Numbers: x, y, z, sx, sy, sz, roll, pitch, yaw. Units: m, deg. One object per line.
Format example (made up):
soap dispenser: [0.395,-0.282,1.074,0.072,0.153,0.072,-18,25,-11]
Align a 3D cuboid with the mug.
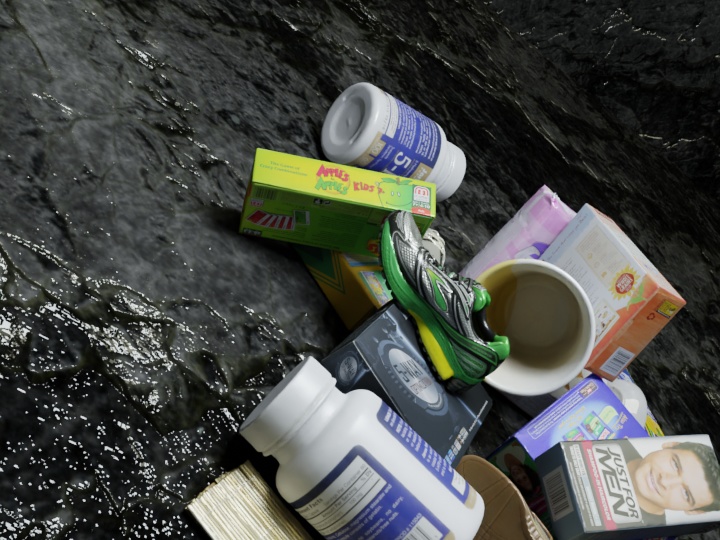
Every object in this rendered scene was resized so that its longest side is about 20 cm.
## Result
mug: [0.186,0.045,1.099,0.187,0.149,0.153,45,14,9]

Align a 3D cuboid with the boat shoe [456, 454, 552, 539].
boat shoe: [0.162,0.281,0.979,0.200,0.072,0.072,46,-6,25]

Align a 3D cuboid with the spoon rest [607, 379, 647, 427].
spoon rest: [0.341,0.231,1.281,0.061,0.099,0.200,57,31,-37]

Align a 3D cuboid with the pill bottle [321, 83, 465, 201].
pill bottle: [0.054,-0.176,1.368,0.200,0.120,0.120,23,35,-37]

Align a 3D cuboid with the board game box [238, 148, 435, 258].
board game box: [-0.027,-0.069,1.047,0.200,0.102,0.048,10,58,-10]

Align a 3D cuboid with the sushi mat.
sushi mat: [-0.053,0.245,0.764,0.200,0.012,0.096,49,28,5]

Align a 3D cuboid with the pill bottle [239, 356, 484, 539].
pill bottle: [-0.002,0.174,0.816,0.200,0.120,0.120,45,27,-3]

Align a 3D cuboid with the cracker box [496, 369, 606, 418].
cracker box: [0.239,0.121,1.254,0.200,0.058,0.134,37,44,-17]

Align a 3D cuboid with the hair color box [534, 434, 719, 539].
hair color box: [0.299,0.237,1.025,0.200,0.061,0.099,2,59,-23]

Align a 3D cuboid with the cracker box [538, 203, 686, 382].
cracker box: [0.299,0.024,1.186,0.058,0.134,0.200,26,23,-29]

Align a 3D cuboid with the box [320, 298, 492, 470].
box: [0.054,0.116,0.963,0.160,0.044,0.200,57,25,-1]

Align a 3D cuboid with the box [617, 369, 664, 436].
box: [0.376,0.216,1.352,0.064,0.070,0.200,23,35,-41]

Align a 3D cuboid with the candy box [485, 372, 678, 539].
candy box: [0.273,0.246,1.096,0.169,0.077,0.200,-27,71,-37]

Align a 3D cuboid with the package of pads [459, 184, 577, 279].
package of pads: [0.235,-0.011,1.320,0.120,0.200,0.076,35,21,-20]

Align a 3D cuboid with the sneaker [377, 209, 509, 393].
sneaker: [0.088,0.021,0.984,0.200,0.085,0.078,60,25,7]

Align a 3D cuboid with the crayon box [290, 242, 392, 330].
crayon box: [0.000,0.000,1.138,0.126,0.052,0.200,-3,53,-56]

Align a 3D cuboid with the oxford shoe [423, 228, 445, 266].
oxford shoe: [0.081,-0.026,1.212,0.075,0.058,0.200,56,5,-7]
